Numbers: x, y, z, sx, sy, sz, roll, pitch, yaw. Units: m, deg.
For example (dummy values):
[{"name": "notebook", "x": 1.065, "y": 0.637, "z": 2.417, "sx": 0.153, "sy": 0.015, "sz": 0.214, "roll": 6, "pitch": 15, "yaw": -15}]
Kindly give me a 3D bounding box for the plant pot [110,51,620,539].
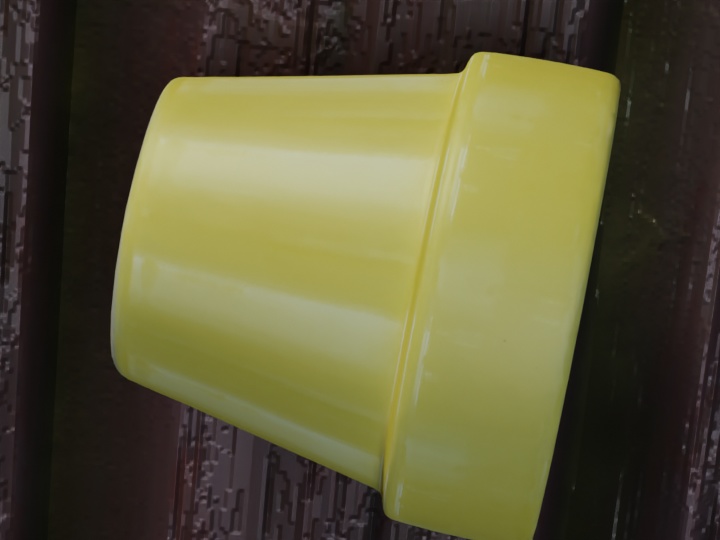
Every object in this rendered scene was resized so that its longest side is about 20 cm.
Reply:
[{"name": "plant pot", "x": 0.000, "y": 0.000, "z": 1.031, "sx": 0.187, "sy": 0.201, "sz": 0.202, "roll": 11, "pitch": 107, "yaw": 3}]
